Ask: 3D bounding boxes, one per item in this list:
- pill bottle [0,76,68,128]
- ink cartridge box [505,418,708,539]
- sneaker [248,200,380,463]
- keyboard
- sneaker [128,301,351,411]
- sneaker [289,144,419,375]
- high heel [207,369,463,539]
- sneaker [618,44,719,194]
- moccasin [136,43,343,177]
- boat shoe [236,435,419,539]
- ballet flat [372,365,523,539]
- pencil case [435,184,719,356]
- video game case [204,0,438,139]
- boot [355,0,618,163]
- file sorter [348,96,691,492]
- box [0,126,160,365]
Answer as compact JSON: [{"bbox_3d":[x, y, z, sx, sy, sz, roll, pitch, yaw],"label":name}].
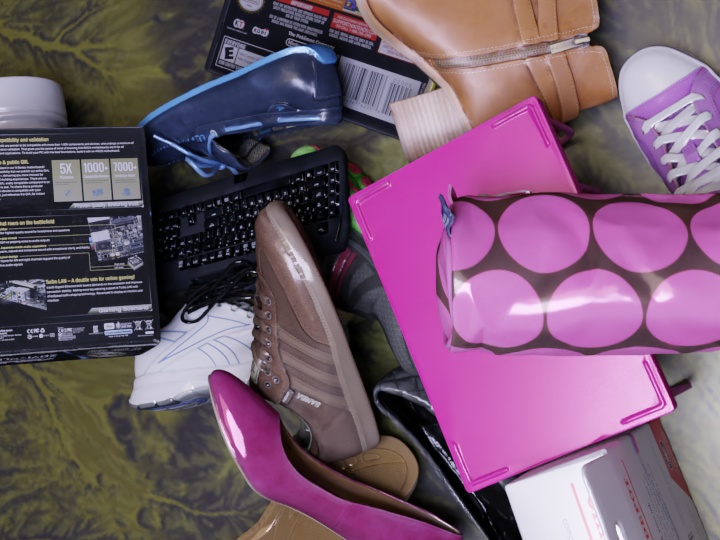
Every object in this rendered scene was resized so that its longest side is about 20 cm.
[{"bbox_3d":[-0.277,-0.049,0.944,0.114,0.114,0.202,-12,84,25],"label":"pill bottle"},{"bbox_3d":[0.151,0.163,0.686,0.067,0.200,0.117,-24,79,23],"label":"ink cartridge box"},{"bbox_3d":[-0.046,0.053,0.778,0.075,0.071,0.201,-21,116,-2],"label":"sneaker"},{"bbox_3d":[-0.093,-0.024,0.837,0.199,0.039,0.105,-14,75,37],"label":"keyboard"},{"bbox_3d":[-0.100,0.054,0.883,0.199,0.074,0.088,-12,79,24],"label":"sneaker"},{"bbox_3d":[0.000,0.000,0.837,0.084,0.076,0.201,-47,61,24],"label":"sneaker"},{"bbox_3d":[-0.018,0.132,0.766,0.096,0.067,0.201,-31,99,7],"label":"high heel"},{"bbox_3d":[0.215,-0.061,0.705,0.072,0.114,0.201,-35,74,23],"label":"sneaker"},{"bbox_3d":[-0.098,-0.105,0.859,0.199,0.080,0.069,-18,90,41],"label":"moccasin"},{"bbox_3d":[-0.037,0.199,0.851,0.200,0.069,0.074,-38,66,-1],"label":"boat shoe"},{"bbox_3d":[0.078,0.150,0.795,0.200,0.057,0.067,51,135,21],"label":"ballet flat"},{"bbox_3d":[0.140,-0.003,0.623,0.198,0.091,0.094,1,56,5],"label":"pencil case"},{"bbox_3d":[-0.009,-0.209,0.864,0.199,0.025,0.182,23,100,25],"label":"video game case"},{"bbox_3d":[0.080,-0.181,0.775,0.154,0.074,0.201,-16,106,11],"label":"boot"},{"bbox_3d":[0.110,0.016,0.748,0.138,0.125,0.201,-27,79,23],"label":"file sorter"},{"bbox_3d":[-0.255,-0.015,0.840,0.086,0.198,0.165,155,110,-69],"label":"box"}]
